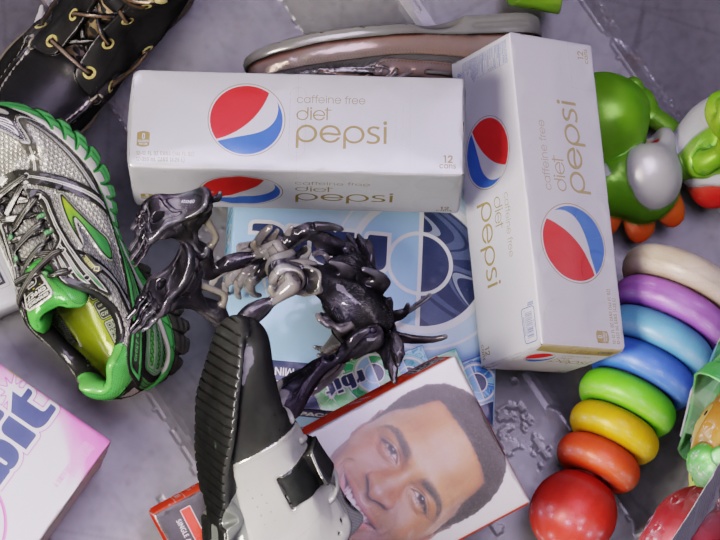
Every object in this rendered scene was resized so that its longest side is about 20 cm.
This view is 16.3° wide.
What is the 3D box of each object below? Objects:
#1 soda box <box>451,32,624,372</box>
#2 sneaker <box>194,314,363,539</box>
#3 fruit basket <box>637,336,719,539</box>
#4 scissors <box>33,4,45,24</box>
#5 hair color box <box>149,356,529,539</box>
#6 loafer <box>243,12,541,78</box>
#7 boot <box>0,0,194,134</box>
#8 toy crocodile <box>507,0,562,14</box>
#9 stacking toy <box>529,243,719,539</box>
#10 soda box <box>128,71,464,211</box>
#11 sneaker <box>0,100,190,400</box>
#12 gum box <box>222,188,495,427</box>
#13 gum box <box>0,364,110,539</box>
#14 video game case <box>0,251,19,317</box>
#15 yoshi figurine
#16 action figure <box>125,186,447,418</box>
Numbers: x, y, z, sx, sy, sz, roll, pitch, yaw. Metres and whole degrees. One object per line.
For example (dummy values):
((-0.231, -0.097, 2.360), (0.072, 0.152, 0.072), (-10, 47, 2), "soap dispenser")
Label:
((0.109, -0.041, 1.547), (0.068, 0.064, 0.200), (5, 73, -34), "soda box")
((-0.044, 0.119, 1.409), (0.088, 0.074, 0.200), (-6, 104, -17), "sneaker")
((0.207, 0.130, 1.491), (0.094, 0.185, 0.200), (35, 70, 17), "fruit basket")
((-0.222, -0.074, 1.563), (0.073, 0.014, 0.200), (-3, 73, -10), "scissors")
((-0.013, 0.139, 1.479), (0.200, 0.061, 0.102), (-28, 91, -8), "hair color box")
((0.027, -0.123, 1.603), (0.200, 0.072, 0.063), (-9, 80, -17), "loafer")
((-0.153, -0.158, 1.527), (0.073, 0.151, 0.200), (44, 63, 0), "boot")
((0.136, -0.257, 1.672), (0.067, 0.062, 0.200), (22, 68, -3), "toy crocodile")
((0.166, 0.087, 1.554), (0.085, 0.085, 0.200), (27, 73, -1), "stacking toy")
((-0.038, -0.078, 1.513), (0.200, 0.068, 0.064), (1, 72, -1), "soda box")
((-0.177, -0.014, 1.486), (0.078, 0.085, 0.200), (-35, 91, 25), "sneaker")
((0.000, 0.000, 1.565), (0.170, 0.045, 0.200), (5, 70, -8), "gum box")
((-0.249, 0.152, 1.451), (0.113, 0.066, 0.200), (34, 68, 1), "gum box")
((-0.323, -0.030, 1.518), (0.182, 0.022, 0.200), (-25, 77, -15), "video game case")
((0.209, -0.097, 1.615), (0.200, 0.112, 0.112), (-18, 60, -14), "yoshi figurine")
((-0.049, 0.020, 1.475), (0.200, 0.102, 0.119), (21, 43, -37), "action figure")
